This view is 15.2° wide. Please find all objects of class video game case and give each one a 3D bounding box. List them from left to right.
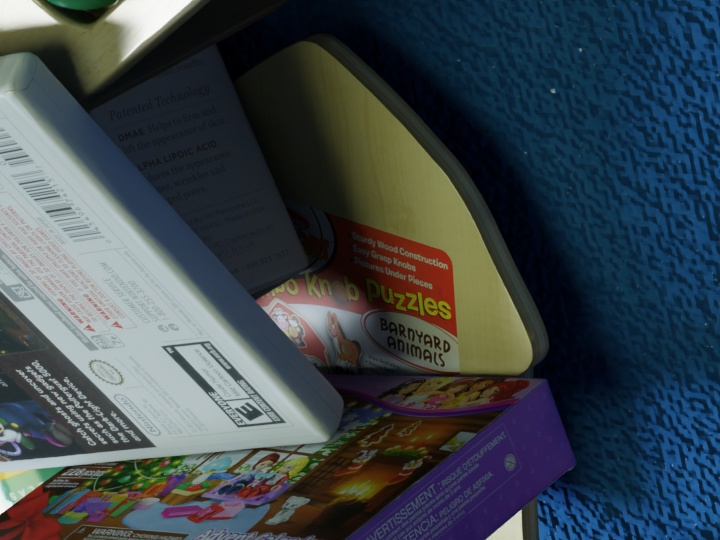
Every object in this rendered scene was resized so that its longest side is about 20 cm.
[{"bbox_3d":[-0.130,0.005,0.982,0.182,0.023,0.200,-8,138,35],"label":"video game case"}]

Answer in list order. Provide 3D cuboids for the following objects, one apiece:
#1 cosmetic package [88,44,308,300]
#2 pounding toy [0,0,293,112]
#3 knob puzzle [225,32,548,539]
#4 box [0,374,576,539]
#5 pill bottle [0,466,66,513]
[{"bbox_3d":[-0.106,-0.067,1.053,0.102,0.074,0.200,-31,82,53],"label":"cosmetic package"},{"bbox_3d":[-0.066,-0.158,0.892,0.184,0.200,0.142,-33,90,48],"label":"pounding toy"},{"bbox_3d":[0.000,0.000,1.052,0.219,0.030,0.220,26,129,36],"label":"knob puzzle"},{"bbox_3d":[-0.037,0.087,1.010,0.200,0.137,0.039,-2,116,47],"label":"box"},{"bbox_3d":[-0.130,0.058,1.149,0.113,0.113,0.200,-13,105,46],"label":"pill bottle"}]
